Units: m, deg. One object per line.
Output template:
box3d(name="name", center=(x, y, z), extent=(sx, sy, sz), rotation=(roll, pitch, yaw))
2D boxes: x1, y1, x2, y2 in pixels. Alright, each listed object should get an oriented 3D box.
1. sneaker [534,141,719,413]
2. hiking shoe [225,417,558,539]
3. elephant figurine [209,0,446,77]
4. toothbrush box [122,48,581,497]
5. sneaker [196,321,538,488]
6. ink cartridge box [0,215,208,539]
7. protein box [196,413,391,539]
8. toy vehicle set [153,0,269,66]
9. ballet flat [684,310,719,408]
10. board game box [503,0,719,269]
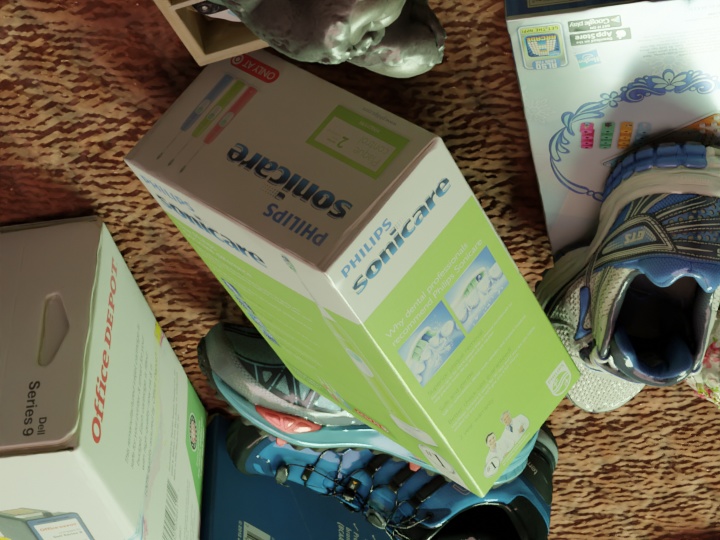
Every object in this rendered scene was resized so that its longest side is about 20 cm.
box3d(name="sneaker", center=(0.131, 0.025, 1.076), extent=(0.077, 0.085, 0.200), rotation=(4, 146, -6))
box3d(name="hiking shoe", center=(0.021, 0.119, 1.270), extent=(0.199, 0.087, 0.074), rotation=(6, 143, -8))
box3d(name="elephant figurine", center=(0.005, -0.187, 0.824), extent=(0.155, 0.141, 0.200), rotation=(-2, 124, -46))
box3d(name="toothbrush box", center=(0.000, 0.000, 1.051), extent=(0.145, 0.086, 0.200), rotation=(29, 164, 41))
box3d(name="sneaker", center=(0.011, 0.048, 1.205), extent=(0.199, 0.079, 0.096), rotation=(14, 119, -16))
box3d(name="ink cartridge box", center=(-0.151, 0.088, 1.179), extent=(0.087, 0.146, 0.200), rotation=(-6, 144, 10))
box3d(name="protein box", center=(-0.073, 0.231, 1.326), extent=(0.135, 0.199, 0.200), rotation=(-25, 137, 30))
box3d(name="toy vehicle set", center=(-0.007, -0.162, 0.943), extent=(0.199, 0.027, 0.124), rotation=(-15, 141, 19))
box3d(name="ballet flat", center=(0.255, 0.070, 1.235), extent=(0.200, 0.076, 0.064), rotation=(30, 165, -28))
box3d(name="board game box", center=(0.178, -0.080, 1.039), extent=(0.199, 0.043, 0.199), rotation=(-6, 143, 8))
